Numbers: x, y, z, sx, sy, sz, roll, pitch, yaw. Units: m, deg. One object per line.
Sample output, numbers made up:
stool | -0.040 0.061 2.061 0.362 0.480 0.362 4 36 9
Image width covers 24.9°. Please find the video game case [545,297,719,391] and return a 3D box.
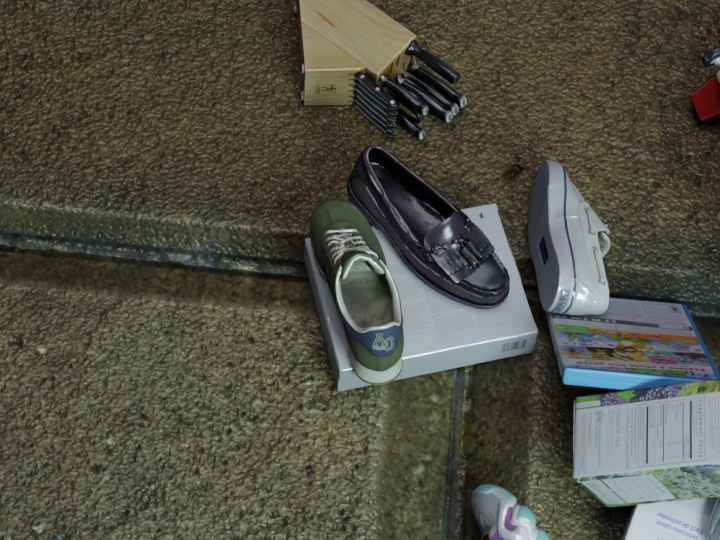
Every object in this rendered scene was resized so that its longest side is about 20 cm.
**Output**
video game case | 0.251 0.067 1.532 0.142 0.018 0.200 6 19 -1

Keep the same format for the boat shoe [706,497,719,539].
boat shoe | 0.389 0.184 1.452 0.067 0.073 0.200 43 81 -25

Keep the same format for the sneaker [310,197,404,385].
sneaker | 0.000 0.000 1.527 0.067 0.090 0.201 -12 60 -9

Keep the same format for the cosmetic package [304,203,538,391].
cosmetic package | 0.057 0.024 1.597 0.199 0.052 0.152 -10 63 -9

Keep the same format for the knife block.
knife block | 0.021 -0.235 1.734 0.174 0.064 0.201 -3 60 -6

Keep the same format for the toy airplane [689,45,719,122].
toy airplane | 0.467 -0.228 1.715 0.198 0.141 0.201 19 93 21

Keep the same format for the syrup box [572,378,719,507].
syrup box | 0.291 0.149 1.425 0.199 0.079 0.082 -12 58 29

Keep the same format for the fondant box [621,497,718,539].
fondant box | 0.333 0.210 1.507 0.144 0.058 0.201 22 63 8

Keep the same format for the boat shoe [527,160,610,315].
boat shoe | 0.211 -0.031 1.615 0.069 0.071 0.201 11 39 -12

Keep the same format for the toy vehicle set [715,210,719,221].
toy vehicle set | 0.447 -0.064 1.520 0.200 0.027 0.124 -37 80 -6

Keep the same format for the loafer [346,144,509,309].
loafer | 0.065 -0.043 1.569 0.200 0.063 0.072 42 62 16

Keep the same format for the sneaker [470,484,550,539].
sneaker | 0.114 0.294 1.433 0.139 0.078 0.201 -23 64 -17
